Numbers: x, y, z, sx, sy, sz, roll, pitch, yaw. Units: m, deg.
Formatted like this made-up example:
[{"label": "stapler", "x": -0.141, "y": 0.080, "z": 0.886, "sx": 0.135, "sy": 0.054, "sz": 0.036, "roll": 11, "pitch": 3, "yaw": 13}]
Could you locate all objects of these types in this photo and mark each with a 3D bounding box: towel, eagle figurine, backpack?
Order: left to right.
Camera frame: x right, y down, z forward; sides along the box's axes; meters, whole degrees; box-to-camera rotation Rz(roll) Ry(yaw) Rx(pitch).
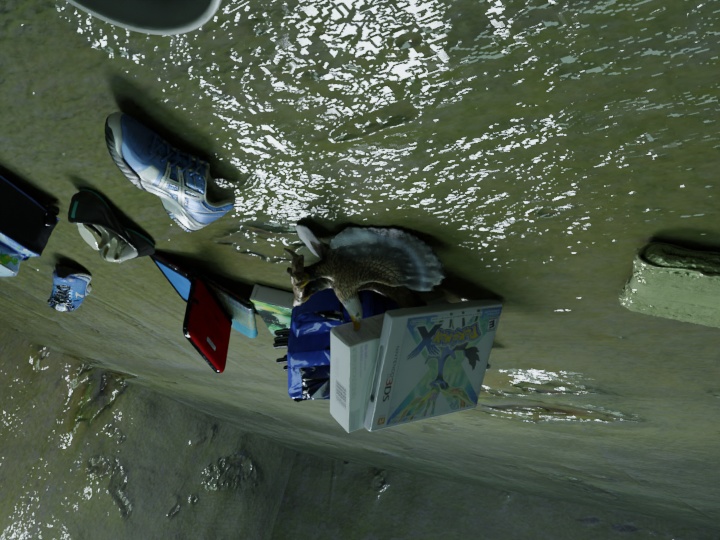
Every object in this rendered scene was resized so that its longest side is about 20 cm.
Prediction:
[{"label": "backpack", "x": -0.641, "y": -0.080, "z": 1.093, "sx": 0.200, "sy": 0.147, "sz": 0.183, "roll": 1, "pitch": 151, "yaw": 39}, {"label": "towel", "x": -0.269, "y": 0.069, "z": 1.298, "sx": 0.146, "sy": 0.022, "sz": 0.200, "roll": 30, "pitch": 157, "yaw": 5}, {"label": "backpack", "x": -0.014, "y": 0.114, "z": 1.046, "sx": 0.199, "sy": 0.163, "sz": 0.168, "roll": 1, "pitch": 121, "yaw": -2}, {"label": "eagle figurine", "x": 0.001, "y": 0.007, "z": 0.903, "sx": 0.199, "sy": 0.151, "sz": 0.152, "roll": -11, "pitch": -157, "yaw": -7}, {"label": "towel", "x": 0.402, "y": 0.024, "z": 0.729, "sx": 0.199, "sy": 0.037, "sz": 0.148, "roll": 10, "pitch": 157, "yaw": 16}]

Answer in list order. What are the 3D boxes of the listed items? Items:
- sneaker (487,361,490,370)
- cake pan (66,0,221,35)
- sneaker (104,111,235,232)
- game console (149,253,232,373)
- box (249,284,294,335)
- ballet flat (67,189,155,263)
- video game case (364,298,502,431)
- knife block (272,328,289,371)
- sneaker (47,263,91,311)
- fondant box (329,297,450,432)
[{"label": "sneaker", "x": 0.166, "y": 0.178, "z": 1.196, "sx": 0.146, "sy": 0.081, "sz": 0.200, "roll": 12, "pitch": 152, "yaw": 23}, {"label": "cake pan", "x": -0.191, "y": -0.263, "z": 0.486, "sx": 0.200, "sy": 0.037, "sz": 0.200, "roll": 15, "pitch": 157, "yaw": 6}, {"label": "sneaker", "x": -0.232, "y": -0.128, "z": 0.807, "sx": 0.077, "sy": 0.076, "sz": 0.200, "roll": -17, "pitch": 146, "yaw": 18}, {"label": "game console", "x": -0.327, "y": 0.082, "z": 1.230, "sx": 0.118, "sy": 0.173, "sz": 0.200, "roll": -2, "pitch": 150, "yaw": 8}, {"label": "box", "x": -0.122, "y": 0.095, "z": 1.269, "sx": 0.144, "sy": 0.036, "sz": 0.200, "roll": 12, "pitch": 155, "yaw": 12}, {"label": "ballet flat", "x": -0.418, "y": -0.057, "z": 1.087, "sx": 0.068, "sy": 0.069, "sz": 0.200, "roll": 7, "pitch": 156, "yaw": 23}, {"label": "video game case", "x": 0.106, "y": 0.133, "z": 0.935, "sx": 0.200, "sy": 0.183, "sz": 0.022, "roll": -4, "pitch": -155, "yaw": -32}, {"label": "knife block", "x": -0.055, "y": 0.129, "z": 1.208, "sx": 0.176, "sy": 0.200, "sz": 0.064, "roll": 41, "pitch": 170, "yaw": 25}, {"label": "sneaker", "x": -0.656, "y": 0.048, "z": 1.472, "sx": 0.078, "sy": 0.089, "sz": 0.200, "roll": 19, "pitch": 157, "yaw": -7}, {"label": "fondant box", "x": 0.054, "y": 0.134, "z": 0.954, "sx": 0.200, "sy": 0.145, "sz": 0.058, "roll": -14, "pitch": -152, "yaw": -29}]
